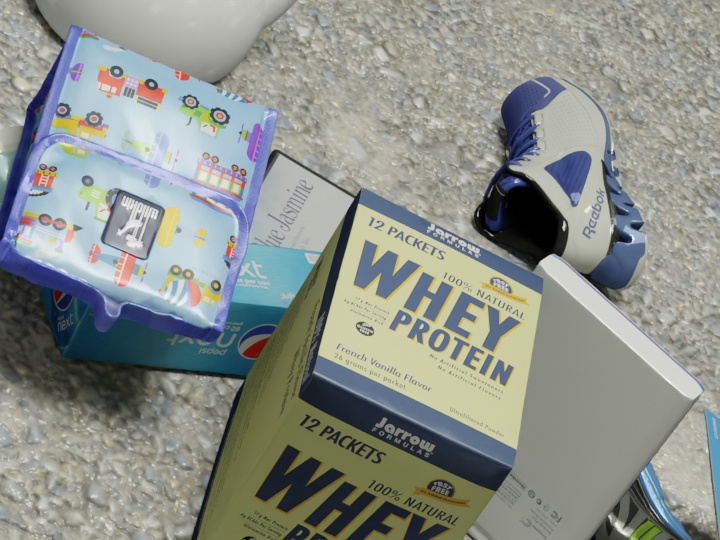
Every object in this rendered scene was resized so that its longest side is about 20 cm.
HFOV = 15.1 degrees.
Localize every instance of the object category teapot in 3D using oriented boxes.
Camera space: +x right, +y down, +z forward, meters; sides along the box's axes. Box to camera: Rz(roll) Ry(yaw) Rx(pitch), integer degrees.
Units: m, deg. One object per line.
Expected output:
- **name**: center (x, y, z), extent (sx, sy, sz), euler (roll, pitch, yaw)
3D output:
- **teapot**: center (-0.148, -0.245, 2.039), extent (0.200, 0.146, 0.197), euler (-18, 59, -47)

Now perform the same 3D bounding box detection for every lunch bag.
- **lunch bag**: center (-0.150, -0.037, 1.740), extent (0.150, 0.094, 0.200), euler (22, 45, -13)

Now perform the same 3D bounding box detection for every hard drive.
- **hard drive**: center (0.122, 0.104, 1.782), extent (0.132, 0.200, 0.025), euler (42, 36, 14)

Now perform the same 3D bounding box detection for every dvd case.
- **dvd case**: center (0.000, 0.000, 1.970), extent (0.200, 0.018, 0.143), euler (30, 36, -3)

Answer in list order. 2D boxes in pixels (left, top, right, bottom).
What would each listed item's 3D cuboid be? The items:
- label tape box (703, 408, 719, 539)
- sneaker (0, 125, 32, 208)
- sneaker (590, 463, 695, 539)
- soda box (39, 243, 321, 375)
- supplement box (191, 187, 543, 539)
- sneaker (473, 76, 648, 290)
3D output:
- **label tape box**: center (0.295, 0.206, 1.879), extent (0.200, 0.063, 0.144), euler (32, 33, -22)
- **sneaker**: center (-0.187, -0.056, 1.862), extent (0.200, 0.074, 0.082), euler (-13, 72, -41)
- **sneaker**: center (0.183, 0.192, 1.852), extent (0.083, 0.071, 0.200), euler (-18, 59, -21)
- **soda box**: center (-0.107, 0.023, 1.818), extent (0.200, 0.068, 0.064), euler (7, 40, -31)
- **supplement box**: center (0.003, 0.098, 1.697), extent (0.134, 0.200, 0.200), euler (26, 36, -9)
- **sneaker**: center (0.140, -0.075, 2.112), extent (0.115, 0.081, 0.200), euler (8, 43, -33)
